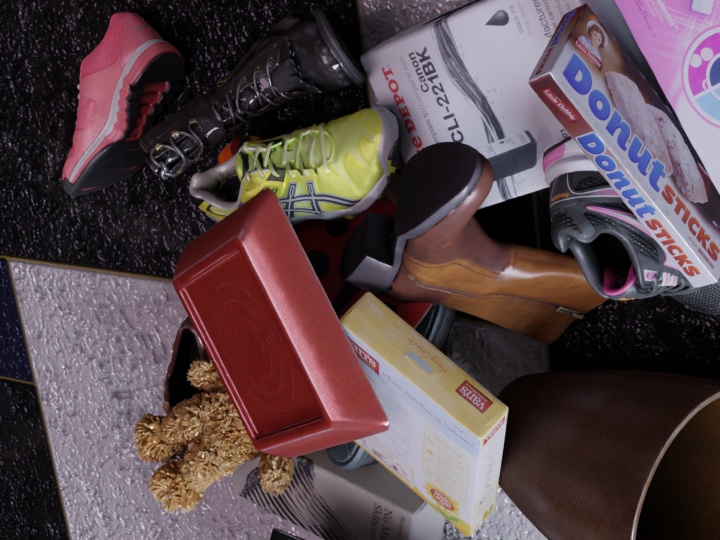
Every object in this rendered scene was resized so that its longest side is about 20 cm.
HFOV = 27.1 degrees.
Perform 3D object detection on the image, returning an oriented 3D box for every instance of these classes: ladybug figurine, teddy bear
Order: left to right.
[{"bbox_3d":[-0.113,0.138,1.356,0.198,0.146,0.067,-12,148,8],"label":"teddy bear"},{"bbox_3d":[0.000,0.000,1.215,0.135,0.072,0.201,33,89,-5],"label":"ladybug figurine"}]

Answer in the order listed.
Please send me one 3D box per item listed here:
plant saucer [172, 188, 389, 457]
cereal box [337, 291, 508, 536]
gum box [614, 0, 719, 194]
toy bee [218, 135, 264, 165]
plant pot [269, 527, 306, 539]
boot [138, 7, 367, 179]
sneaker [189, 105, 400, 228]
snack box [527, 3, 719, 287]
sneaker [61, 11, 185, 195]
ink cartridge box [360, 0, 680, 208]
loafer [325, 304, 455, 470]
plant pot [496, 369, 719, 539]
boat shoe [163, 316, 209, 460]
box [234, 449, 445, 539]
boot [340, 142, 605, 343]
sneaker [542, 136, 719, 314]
[{"bbox_3d":[-0.076,0.055,1.178,0.202,0.036,0.199,64,151,0],"label":"plant saucer"},{"bbox_3d":[0.047,0.117,1.169,0.144,0.039,0.201,39,157,21],"label":"cereal box"},{"bbox_3d":[0.268,-0.144,1.016,0.113,0.066,0.201,-28,93,42],"label":"gum box"},{"bbox_3d":[-0.061,-0.018,1.312,0.131,0.108,0.202,-161,68,-63],"label":"toy bee"},{"bbox_3d":[0.009,0.359,1.317,0.198,0.200,0.179,18,81,29],"label":"plant pot"},{"bbox_3d":[-0.093,-0.128,1.183,0.070,0.174,0.200,55,170,-16],"label":"boot"},{"bbox_3d":[-0.052,-0.073,1.161,0.199,0.076,0.076,-25,61,37],"label":"sneaker"},{"bbox_3d":[0.191,-0.082,1.016,0.024,0.072,0.200,-15,125,48],"label":"snack box"},{"bbox_3d":[-0.231,-0.155,1.389,0.087,0.073,0.201,53,129,21],"label":"sneaker"},{"bbox_3d":[0.117,-0.136,1.119,0.199,0.084,0.145,-17,102,41],"label":"ink cartridge box"},{"bbox_3d":[0.035,0.089,1.311,0.072,0.062,0.201,51,121,40],"label":"loafer"},{"bbox_3d":[0.195,0.151,1.157,0.199,0.186,0.189,20,124,48],"label":"plant pot"},{"bbox_3d":[-0.163,0.116,1.456,0.070,0.070,0.202,26,126,22],"label":"boat shoe"},{"bbox_3d":[-0.020,0.201,1.390,0.199,0.068,0.083,21,122,27],"label":"box"},{"bbox_3d":[0.110,-0.009,1.109,0.198,0.069,0.188,18,141,-19],"label":"boot"},{"bbox_3d":[0.196,-0.009,1.070,0.199,0.087,0.080,30,146,-28],"label":"sneaker"}]
